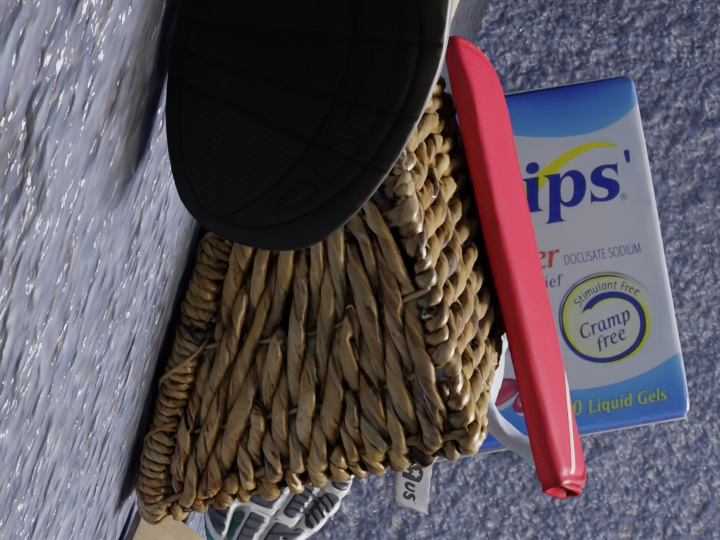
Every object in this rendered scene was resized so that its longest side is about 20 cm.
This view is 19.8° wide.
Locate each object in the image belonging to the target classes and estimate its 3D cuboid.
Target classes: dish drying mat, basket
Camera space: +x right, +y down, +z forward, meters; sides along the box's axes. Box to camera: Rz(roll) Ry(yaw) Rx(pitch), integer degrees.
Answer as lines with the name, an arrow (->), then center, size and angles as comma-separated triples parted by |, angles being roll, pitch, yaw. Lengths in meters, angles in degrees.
dish drying mat -> 0.070, 0.000, 0.916 | 0.077, 0.018, 0.201 | 31, 47, -73
basket -> -0.028, -0.002, 0.865 | 0.200, 0.148, 0.143 | -64, 139, -71

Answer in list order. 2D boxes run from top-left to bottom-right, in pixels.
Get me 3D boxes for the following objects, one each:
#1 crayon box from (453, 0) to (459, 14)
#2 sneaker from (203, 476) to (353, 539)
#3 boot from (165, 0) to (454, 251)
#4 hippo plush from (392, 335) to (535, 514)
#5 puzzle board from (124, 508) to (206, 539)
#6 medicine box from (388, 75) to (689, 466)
crayon box -> 0.036, -0.195, 0.904 | 0.200, 0.058, 0.119 | 103, 6, -65
sneaker -> -0.044, 0.106, 1.173 | 0.080, 0.077, 0.200 | -63, -177, 32
boot -> 0.004, -0.121, 0.608 | 0.154, 0.073, 0.204 | -72, 178, -61
hippo plush -> 0.000, 0.000, 1.039 | 0.200, 0.158, 0.161 | -93, 165, -53
puzzle board -> -0.041, 0.210, 0.848 | 0.017, 0.200, 0.151 | -29, -150, 42
medicine box -> 0.085, 0.003, 1.220 | 0.103, 0.181, 0.201 | 69, 11, -85
